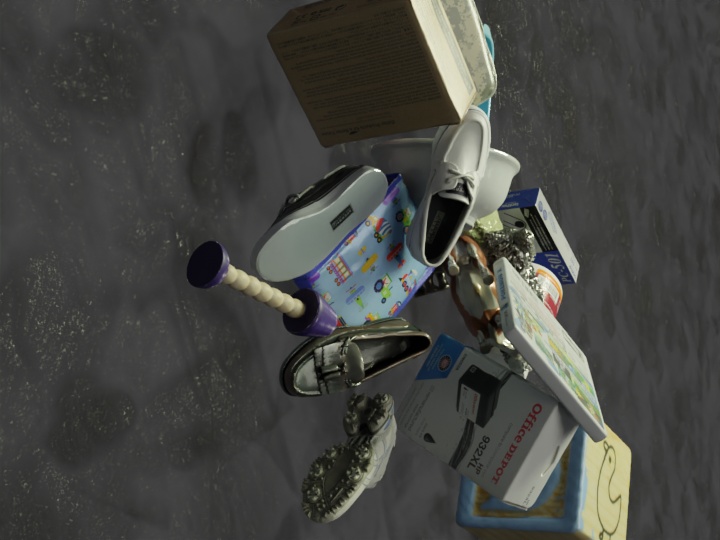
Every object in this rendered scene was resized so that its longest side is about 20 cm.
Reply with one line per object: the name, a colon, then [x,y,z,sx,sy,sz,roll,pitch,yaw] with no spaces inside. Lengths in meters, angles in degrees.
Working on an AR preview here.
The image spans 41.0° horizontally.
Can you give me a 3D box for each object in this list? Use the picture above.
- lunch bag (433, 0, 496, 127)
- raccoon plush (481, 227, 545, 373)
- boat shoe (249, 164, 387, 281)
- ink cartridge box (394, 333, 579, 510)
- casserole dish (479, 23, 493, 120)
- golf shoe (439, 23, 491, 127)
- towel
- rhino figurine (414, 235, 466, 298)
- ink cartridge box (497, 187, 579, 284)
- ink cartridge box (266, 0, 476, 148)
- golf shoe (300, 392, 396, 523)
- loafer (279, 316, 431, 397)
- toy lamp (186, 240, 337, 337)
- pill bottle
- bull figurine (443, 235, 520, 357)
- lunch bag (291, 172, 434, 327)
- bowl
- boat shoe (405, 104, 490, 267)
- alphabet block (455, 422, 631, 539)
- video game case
lunch bag: [0.067,-0.290,1.267,0.139,0.168,0.200,-32,114,-17]
raccoon plush: [0.232,0.030,1.397,0.134,0.097,0.200,79,-5,-53]
boat shoe: [-0.059,-0.063,1.116,0.199,0.068,0.074,-44,132,-22]
ink cartridge box: [0.161,0.194,1.254,0.084,0.200,0.145,30,90,-51]
casserole dish: [0.158,-0.251,1.380,0.121,0.039,0.200,-11,106,-71]
golf shoe: [0.160,-0.292,1.496,0.094,0.078,0.200,50,56,-45]
towel: [0.169,-0.104,1.461,0.200,0.036,0.148,36,35,-54]
rhino figurine: [0.120,-0.016,1.393,0.200,0.060,0.087,-12,85,-60]
ink cartridge box: [0.293,-0.052,1.635,0.200,0.094,0.044,53,44,-38]
ink cartridge box: [0.014,-0.244,1.139,0.165,0.200,0.075,62,39,-31]
golf shoe: [0.000,0.240,1.156,0.200,0.078,0.097,-54,134,-45]
loafer: [-0.002,0.099,1.135,0.200,0.063,0.072,-19,107,-38]
toy lamp: [-0.097,0.027,1.043,0.200,0.058,0.058,31,59,-48]
pill bottle: [0.242,0.089,1.516,0.113,0.113,0.200,61,40,-30]
bull figurine: [0.165,0.045,1.311,0.200,0.065,0.121,63,5,-11]
lunch bag: [0.000,0.000,1.194,0.200,0.094,0.151,-57,134,-32]
bowl: [0.106,-0.105,1.269,0.201,0.201,0.090,18,78,-55]
boat shoe: [0.113,-0.097,1.153,0.074,0.065,0.200,11,104,-14]
alphabet block: [0.282,0.327,1.463,0.200,0.196,0.195,40,54,-47]
video game case: [0.238,0.097,1.225,0.200,0.022,0.182,49,20,-20]
